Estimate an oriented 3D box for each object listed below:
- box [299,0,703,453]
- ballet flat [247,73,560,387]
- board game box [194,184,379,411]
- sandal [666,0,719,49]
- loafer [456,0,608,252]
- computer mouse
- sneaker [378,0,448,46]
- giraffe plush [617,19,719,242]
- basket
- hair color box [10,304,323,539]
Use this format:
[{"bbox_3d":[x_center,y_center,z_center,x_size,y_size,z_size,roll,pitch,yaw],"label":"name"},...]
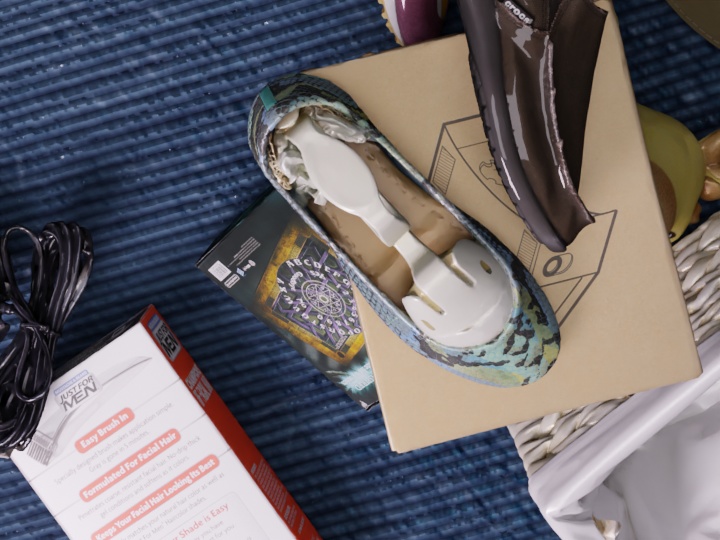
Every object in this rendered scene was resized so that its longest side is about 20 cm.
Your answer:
[{"bbox_3d":[0.072,-0.023,1.193,0.163,0.021,0.200,-14,97,0],"label":"box"},{"bbox_3d":[0.019,-0.013,1.148,0.200,0.074,0.074,42,98,-5],"label":"ballet flat"},{"bbox_3d":[0.000,0.000,1.295,0.135,0.200,0.028,41,60,-7],"label":"board game box"},{"bbox_3d":[0.249,-0.146,1.330,0.212,0.078,0.070,41,67,-11],"label":"sandal"},{"bbox_3d":[0.087,-0.108,1.134,0.071,0.073,0.200,-14,97,2],"label":"loafer"},{"bbox_3d":[-0.257,0.024,1.357,0.200,0.053,0.139,13,77,11],"label":"computer mouse"},{"bbox_3d":[0.059,-0.218,1.311,0.090,0.075,0.200,5,99,7],"label":"sneaker"},{"bbox_3d":[0.119,-0.065,1.310,0.162,0.173,0.200,47,63,-15],"label":"giraffe plush"},{"bbox_3d":[0.188,0.075,1.306,0.200,0.123,0.136,-39,124,6],"label":"basket"},{"bbox_3d":[-0.110,0.134,1.376,0.111,0.064,0.200,-34,97,8],"label":"hair color box"}]
